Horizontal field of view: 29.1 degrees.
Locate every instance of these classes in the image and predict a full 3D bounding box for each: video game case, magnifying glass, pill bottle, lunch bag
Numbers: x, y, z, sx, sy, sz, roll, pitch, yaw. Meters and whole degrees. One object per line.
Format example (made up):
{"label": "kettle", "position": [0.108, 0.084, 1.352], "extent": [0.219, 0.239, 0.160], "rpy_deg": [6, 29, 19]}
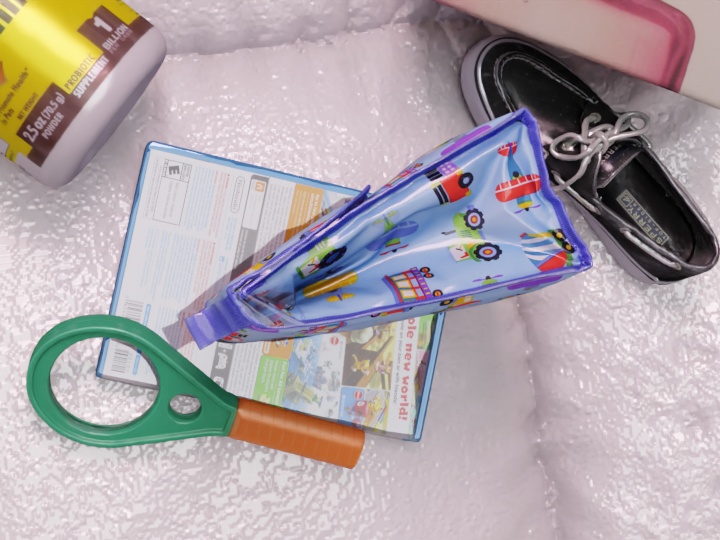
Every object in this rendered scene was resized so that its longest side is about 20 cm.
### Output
{"label": "video game case", "position": [-0.046, 0.014, 0.837], "extent": [0.199, 0.018, 0.144], "rpy_deg": [13, 83, -11]}
{"label": "magnifying glass", "position": [-0.094, 0.079, 0.807], "extent": [0.199, 0.022, 0.080], "rpy_deg": [17, 113, -12]}
{"label": "pill bottle", "position": [-0.214, -0.144, 0.762], "extent": [0.200, 0.109, 0.109], "rpy_deg": [37, 80, -8]}
{"label": "lunch bag", "position": [0.000, 0.000, 0.762], "extent": [0.200, 0.151, 0.094], "rpy_deg": [-23, 92, -13]}

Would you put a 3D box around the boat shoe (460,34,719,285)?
{"label": "boat shoe", "position": [0.144, -0.070, 0.858], "extent": [0.074, 0.068, 0.199], "rpy_deg": [-40, 95, -12]}

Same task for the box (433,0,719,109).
{"label": "box", "position": [0.141, -0.186, 0.821], "extent": [0.199, 0.128, 0.109], "rpy_deg": [19, 107, -11]}
